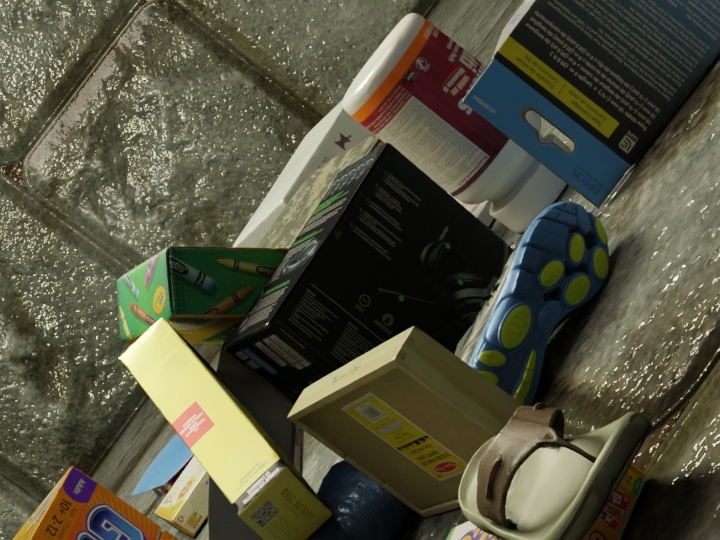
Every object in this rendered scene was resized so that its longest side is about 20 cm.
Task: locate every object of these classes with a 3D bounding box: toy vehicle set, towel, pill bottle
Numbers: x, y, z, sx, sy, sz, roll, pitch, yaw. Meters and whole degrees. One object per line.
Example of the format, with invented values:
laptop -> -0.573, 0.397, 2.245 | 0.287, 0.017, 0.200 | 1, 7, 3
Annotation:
toy vehicle set -> 0.039, 0.104, 1.023 | 0.027, 0.124, 0.200 | -57, 10, -25
towel -> -0.034, 0.211, 1.129 | 0.200, 0.049, 0.112 | -48, 11, -31
pill bottle -> 0.091, -0.129, 1.405 | 0.110, 0.200, 0.110 | -51, 9, 11

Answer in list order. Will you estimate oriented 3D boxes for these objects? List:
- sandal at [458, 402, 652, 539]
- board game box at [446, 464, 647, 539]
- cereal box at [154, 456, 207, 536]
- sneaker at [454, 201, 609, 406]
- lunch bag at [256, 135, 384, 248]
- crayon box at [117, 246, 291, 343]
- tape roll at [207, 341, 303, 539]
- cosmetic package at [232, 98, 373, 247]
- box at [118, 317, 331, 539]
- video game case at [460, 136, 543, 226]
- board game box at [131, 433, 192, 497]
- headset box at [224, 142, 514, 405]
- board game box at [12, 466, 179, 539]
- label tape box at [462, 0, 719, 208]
sandal -> 0.087, 0.106, 0.829 | 0.080, 0.057, 0.201 | -55, 10, -18
board game box -> 0.080, 0.171, 0.881 | 0.096, 0.030, 0.200 | -58, 8, -33
cereal box -> -0.170, 0.226, 1.901 | 0.200, 0.039, 0.144 | -55, 9, -12
sneaker -> 0.109, 0.033, 1.108 | 0.200, 0.071, 0.083 | -59, 17, -20
lunch bag -> 0.000, 0.000, 1.492 | 0.139, 0.168, 0.200 | -30, 21, 42
crayon box -> -0.085, 0.022, 1.286 | 0.119, 0.199, 0.058 | -25, 68, 59
tape roll -> -0.084, 0.159, 1.298 | 0.200, 0.066, 0.201 | 1, -90, -88
cosmetic package -> -0.015, -0.076, 1.858 | 0.200, 0.165, 0.165 | -59, 11, -29
box -> -0.102, 0.118, 1.146 | 0.050, 0.075, 0.200 | -42, 47, -4
video game case -> 0.110, -0.063, 1.644 | 0.143, 0.018, 0.200 | -57, 9, -21
board game box -> -0.228, 0.250, 2.126 | 0.158, 0.039, 0.200 | -52, 12, -29
headset box -> 0.024, 0.026, 1.221 | 0.200, 0.174, 0.093 | -59, 16, -26
board game box -> -0.247, 0.338, 1.346 | 0.200, 0.200, 0.200 | -49, 10, 21
label tape box -> 0.191, -0.174, 1.245 | 0.200, 0.144, 0.063 | -52, 9, 5
